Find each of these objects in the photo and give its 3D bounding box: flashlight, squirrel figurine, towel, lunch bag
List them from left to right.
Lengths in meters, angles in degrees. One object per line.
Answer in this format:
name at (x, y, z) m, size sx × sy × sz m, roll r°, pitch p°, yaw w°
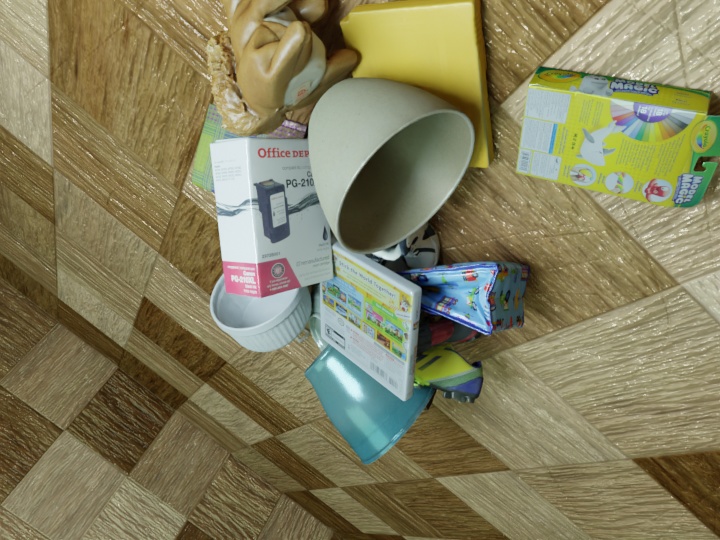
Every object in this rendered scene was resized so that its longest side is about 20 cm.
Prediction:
squirrel figurine at (-0.131, -0.275, 0.639) m, size 0.199 × 0.141 × 0.189 m, roll -39°, pitch 82°, yaw 31°
towel at (-0.174, -0.176, 0.851) m, size 0.196 × 0.147 × 0.023 m, roll 19°, pitch -175°, yaw 19°
flashlight at (0.128, 0.093, 0.848) m, size 0.067 × 0.198 × 0.070 m, roll 12°, pitch 101°, yaw 38°
lunch bag at (0.129, 0.026, 0.790) m, size 0.196 × 0.097 × 0.149 m, roll 8°, pitch -177°, yaw 34°

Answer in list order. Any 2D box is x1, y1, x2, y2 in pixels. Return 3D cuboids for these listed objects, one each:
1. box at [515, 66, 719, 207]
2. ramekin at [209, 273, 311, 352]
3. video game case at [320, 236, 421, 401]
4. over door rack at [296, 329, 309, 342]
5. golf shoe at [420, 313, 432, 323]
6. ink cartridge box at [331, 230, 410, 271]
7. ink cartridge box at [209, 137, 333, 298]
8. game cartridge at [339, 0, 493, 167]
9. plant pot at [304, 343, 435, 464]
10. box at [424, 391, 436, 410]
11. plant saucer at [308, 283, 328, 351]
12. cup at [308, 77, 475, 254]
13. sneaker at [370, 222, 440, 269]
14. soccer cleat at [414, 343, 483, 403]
box at (0.275, -0.142, 0.575) m, size 0.196 × 0.049 × 0.119 m, roll 21°, pitch 143°, yaw 24°
ramekin at (-0.192, 0.067, 1.080) m, size 0.196 × 0.202 × 0.106 m, roll 11°, pitch 145°, yaw 29°
video game case at (0.007, 0.067, 0.790) m, size 0.198 × 0.023 × 0.186 m, roll 31°, pitch 131°, yaw 40°
over door rack at (-0.216, 0.088, 1.240) m, size 0.196 × 0.067 × 0.149 m, roll 25°, pitch 145°, yaw 13°
golf shoe at (0.057, 0.118, 1.052) m, size 0.094 × 0.078 × 0.200 m, roll 44°, pitch 136°, yaw -3°
ink cartridge box at (0.000, 0.000, 0.921) m, size 0.201 × 0.084 × 0.143 m, roll 50°, pitch 154°, yaw -23°
ink cartridge box at (-0.118, -0.079, 0.744) m, size 0.083 × 0.143 × 0.206 m, roll 5°, pitch 103°, yaw 40°
game cartridge at (0.073, -0.225, 0.662) m, size 0.173 × 0.033 × 0.203 m, roll 12°, pitch 137°, yaw 30°
plant pot at (0.005, 0.202, 0.966) m, size 0.188 × 0.200 × 0.200 m, roll 43°, pitch 146°, yaw 2°
box at (0.063, 0.233, 1.177) m, size 0.196 × 0.076 × 0.101 m, roll 3°, pitch 136°, yaw 35°
plant saucer at (-0.059, 0.127, 1.109) m, size 0.199 × 0.050 × 0.203 m, roll 39°, pitch 144°, yaw 35°
cup at (0.016, -0.143, 0.638) m, size 0.144 × 0.197 × 0.202 m, roll 51°, pitch 154°, yaw 27°
sneaker at (0.056, -0.039, 0.805) m, size 0.078 × 0.131 × 0.202 m, roll 13°, pitch 141°, yaw 28°
soccer cleat at (0.116, 0.155, 0.880) m, size 0.196 × 0.086 × 0.064 m, roll 22°, pitch 163°, yaw -19°
